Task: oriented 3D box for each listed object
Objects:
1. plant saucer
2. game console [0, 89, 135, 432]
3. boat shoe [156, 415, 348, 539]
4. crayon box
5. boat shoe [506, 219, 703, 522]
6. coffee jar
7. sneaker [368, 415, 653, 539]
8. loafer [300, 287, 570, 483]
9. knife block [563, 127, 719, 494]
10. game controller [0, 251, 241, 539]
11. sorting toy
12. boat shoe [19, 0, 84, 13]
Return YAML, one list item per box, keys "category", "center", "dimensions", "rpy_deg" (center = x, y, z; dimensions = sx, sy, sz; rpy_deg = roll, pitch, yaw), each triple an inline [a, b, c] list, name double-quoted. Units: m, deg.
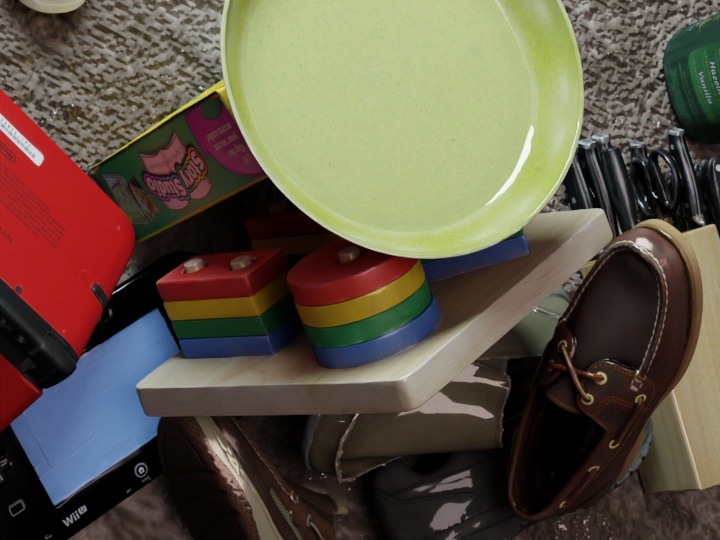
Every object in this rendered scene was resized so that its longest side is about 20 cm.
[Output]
- category: "plant saucer"
  center: [0.019, -0.100, 1.154]
  dimensions: [0.198, 0.031, 0.202]
  rpy_deg: [6, 74, -20]
- category: "game console"
  center: [-0.242, -0.012, 1.185]
  dimensions: [0.200, 0.118, 0.173]
  rpy_deg: [46, 40, -22]
- category: "boat shoe"
  center: [-0.046, 0.148, 1.291]
  dimensions: [0.075, 0.074, 0.203]
  rpy_deg: [-38, 115, -31]
- category: "crayon box"
  center: [-0.038, -0.096, 1.259]
  dimensions: [0.172, 0.200, 0.059]
  rpy_deg: [-33, 95, -27]
- category: "boat shoe"
  center: [0.131, 0.063, 1.258]
  dimensions: [0.070, 0.201, 0.070]
  rpy_deg: [-23, 50, -37]
- category: "coffee jar"
  center: [0.285, -0.140, 1.428]
  dimensions: [0.104, 0.200, 0.086]
  rpy_deg: [-17, 90, -27]
- category: "sneaker"
  center: [0.092, 0.114, 1.368]
  dimensions: [0.199, 0.076, 0.091]
  rpy_deg: [-25, 86, -30]
- category: "loafer"
  center: [0.055, 0.068, 1.306]
  dimensions: [0.199, 0.076, 0.070]
  rpy_deg: [-27, 52, -25]
- category: "knife block"
  center: [0.178, 0.017, 1.428]
  dimensions: [0.175, 0.064, 0.201]
  rpy_deg: [32, 70, -18]
- category: "game controller"
  center: [-0.145, 0.075, 1.270]
  dimensions: [0.199, 0.042, 0.105]
  rpy_deg: [-34, 98, -26]
- category: "sorting toy"
  center: [0.000, 0.000, 1.233]
  dimensions: [0.200, 0.198, 0.070]
  rpy_deg: [-37, 114, -44]
- category: "boat shoe"
  center: [-0.181, -0.249, 1.285]
  dimensions: [0.070, 0.069, 0.202]
  rpy_deg: [-8, 86, -29]
